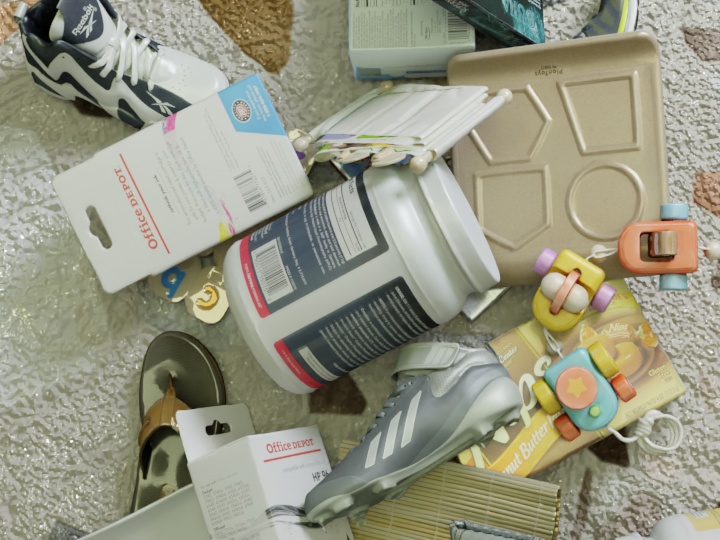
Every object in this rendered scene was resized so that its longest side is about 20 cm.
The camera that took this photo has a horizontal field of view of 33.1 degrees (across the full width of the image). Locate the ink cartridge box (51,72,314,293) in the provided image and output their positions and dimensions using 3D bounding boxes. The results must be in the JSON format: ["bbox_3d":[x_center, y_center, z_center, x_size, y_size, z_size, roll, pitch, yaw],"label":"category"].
[{"bbox_3d":[-0.152,-0.074,1.056,0.198,0.068,0.116,-26,95,-2],"label":"ink cartridge box"}]

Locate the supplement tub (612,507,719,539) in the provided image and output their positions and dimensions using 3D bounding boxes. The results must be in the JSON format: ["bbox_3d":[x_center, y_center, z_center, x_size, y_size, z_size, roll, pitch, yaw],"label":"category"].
[{"bbox_3d":[0.307,0.256,0.948,0.197,0.145,0.147,-9,79,3],"label":"supplement tub"}]

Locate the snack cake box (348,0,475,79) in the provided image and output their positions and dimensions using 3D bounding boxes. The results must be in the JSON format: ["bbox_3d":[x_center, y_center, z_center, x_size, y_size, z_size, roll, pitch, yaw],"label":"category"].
[{"bbox_3d":[0.047,-0.281,1.105,0.113,0.067,0.203,-1,76,6],"label":"snack cake box"}]

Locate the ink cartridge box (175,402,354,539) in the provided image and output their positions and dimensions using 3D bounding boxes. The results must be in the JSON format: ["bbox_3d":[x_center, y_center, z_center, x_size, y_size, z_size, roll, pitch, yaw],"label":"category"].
[{"bbox_3d":[-0.070,0.197,0.996,0.067,0.116,0.202,-25,78,24],"label":"ink cartridge box"}]

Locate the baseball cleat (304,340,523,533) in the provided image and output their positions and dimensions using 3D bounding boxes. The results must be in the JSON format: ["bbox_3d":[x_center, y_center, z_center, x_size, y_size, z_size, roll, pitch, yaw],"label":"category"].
[{"bbox_3d":[0.031,0.126,0.986,0.198,0.070,0.107,-27,67,-8],"label":"baseball cleat"}]

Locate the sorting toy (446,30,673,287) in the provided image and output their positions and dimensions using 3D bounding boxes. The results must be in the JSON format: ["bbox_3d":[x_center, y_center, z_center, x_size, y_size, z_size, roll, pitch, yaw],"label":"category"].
[{"bbox_3d":[0.168,-0.091,1.033,0.183,0.036,0.203,-4,89,19],"label":"sorting toy"}]

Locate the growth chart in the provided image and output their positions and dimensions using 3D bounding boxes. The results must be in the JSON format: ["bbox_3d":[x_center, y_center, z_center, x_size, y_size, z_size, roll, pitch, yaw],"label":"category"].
[{"bbox_3d":[0.029,-0.123,1.013,0.144,0.199,0.018,-35,117,-25],"label":"growth chart"}]

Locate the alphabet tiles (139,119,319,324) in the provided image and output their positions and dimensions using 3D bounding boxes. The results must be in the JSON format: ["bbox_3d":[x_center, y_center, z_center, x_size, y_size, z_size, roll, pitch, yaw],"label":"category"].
[{"bbox_3d":[-0.130,-0.060,1.108,0.198,0.015,0.197,29,82,9],"label":"alphabet tiles"}]

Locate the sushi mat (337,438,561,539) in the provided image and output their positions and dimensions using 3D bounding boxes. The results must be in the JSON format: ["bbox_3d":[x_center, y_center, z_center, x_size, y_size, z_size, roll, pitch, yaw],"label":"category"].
[{"bbox_3d":[0.066,0.205,1.004,0.198,0.012,0.097,9,93,24],"label":"sushi mat"}]

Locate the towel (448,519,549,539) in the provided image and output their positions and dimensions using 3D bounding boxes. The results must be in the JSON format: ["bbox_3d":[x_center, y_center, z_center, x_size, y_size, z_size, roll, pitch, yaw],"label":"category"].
[{"bbox_3d":[0.159,0.293,0.920,0.198,0.034,0.195,1,108,43],"label":"towel"}]

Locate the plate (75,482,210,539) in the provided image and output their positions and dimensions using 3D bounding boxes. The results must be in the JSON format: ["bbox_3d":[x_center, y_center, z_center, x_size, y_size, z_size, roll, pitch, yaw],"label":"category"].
[{"bbox_3d":[-0.169,0.300,1.018,0.198,0.032,0.202,-25,92,-1],"label":"plate"}]

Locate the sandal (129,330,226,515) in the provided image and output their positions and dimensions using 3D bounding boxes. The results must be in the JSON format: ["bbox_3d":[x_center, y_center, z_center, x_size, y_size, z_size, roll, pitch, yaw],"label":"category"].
[{"bbox_3d":[-0.167,0.153,1.049,0.081,0.055,0.203,9,81,7],"label":"sandal"}]

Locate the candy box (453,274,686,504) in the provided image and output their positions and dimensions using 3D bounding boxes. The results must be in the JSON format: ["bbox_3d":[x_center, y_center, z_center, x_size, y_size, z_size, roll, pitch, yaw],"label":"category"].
[{"bbox_3d":[0.161,0.101,1.034,0.198,0.055,0.116,-28,79,-1],"label":"candy box"}]

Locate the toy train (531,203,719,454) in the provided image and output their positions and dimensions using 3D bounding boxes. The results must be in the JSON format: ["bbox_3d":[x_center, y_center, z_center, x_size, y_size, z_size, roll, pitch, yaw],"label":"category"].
[{"bbox_3d":[0.207,0.044,0.965,0.148,0.056,0.203,4,89,15],"label":"toy train"}]

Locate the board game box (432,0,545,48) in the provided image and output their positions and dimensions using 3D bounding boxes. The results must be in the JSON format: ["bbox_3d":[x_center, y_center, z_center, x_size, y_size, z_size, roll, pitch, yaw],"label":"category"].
[{"bbox_3d":[0.102,-0.276,1.045,0.028,0.199,0.137,-9,77,33],"label":"board game box"}]

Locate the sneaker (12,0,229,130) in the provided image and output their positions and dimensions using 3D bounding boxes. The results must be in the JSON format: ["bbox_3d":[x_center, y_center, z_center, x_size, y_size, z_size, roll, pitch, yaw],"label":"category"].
[{"bbox_3d":[-0.219,-0.195,1.073,0.197,0.130,0.080,21,74,13],"label":"sneaker"}]

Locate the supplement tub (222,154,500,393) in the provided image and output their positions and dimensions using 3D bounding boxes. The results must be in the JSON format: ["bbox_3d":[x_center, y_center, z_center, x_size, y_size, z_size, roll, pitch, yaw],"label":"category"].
[{"bbox_3d":[0.000,0.000,0.996,0.198,0.140,0.142,-27,78,11],"label":"supplement tub"}]

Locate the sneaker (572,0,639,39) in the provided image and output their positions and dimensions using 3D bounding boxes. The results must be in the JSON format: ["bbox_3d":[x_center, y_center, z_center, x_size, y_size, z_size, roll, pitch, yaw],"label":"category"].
[{"bbox_3d":[0.196,-0.183,1.080,0.080,0.074,0.202,16,79,11],"label":"sneaker"}]

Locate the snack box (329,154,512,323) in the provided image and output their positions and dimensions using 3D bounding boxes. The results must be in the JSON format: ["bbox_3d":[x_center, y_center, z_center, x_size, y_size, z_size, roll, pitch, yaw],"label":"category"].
[{"bbox_3d":[0.060,-0.051,1.087,0.072,0.024,0.200,-40,79,-3],"label":"snack box"}]
